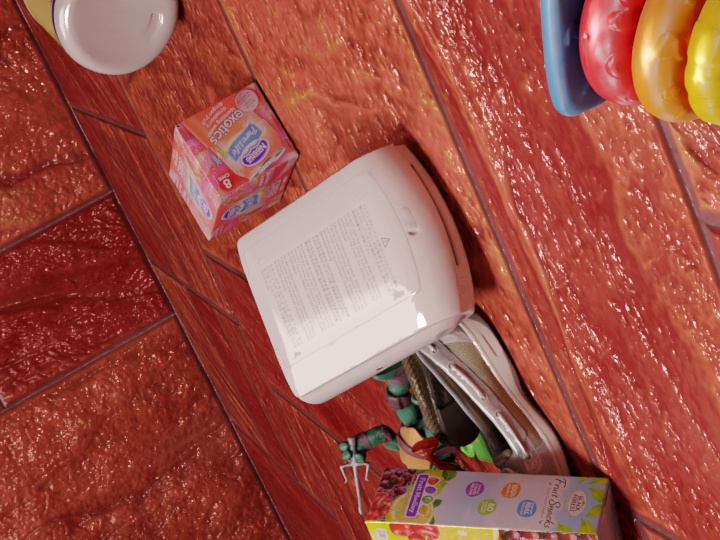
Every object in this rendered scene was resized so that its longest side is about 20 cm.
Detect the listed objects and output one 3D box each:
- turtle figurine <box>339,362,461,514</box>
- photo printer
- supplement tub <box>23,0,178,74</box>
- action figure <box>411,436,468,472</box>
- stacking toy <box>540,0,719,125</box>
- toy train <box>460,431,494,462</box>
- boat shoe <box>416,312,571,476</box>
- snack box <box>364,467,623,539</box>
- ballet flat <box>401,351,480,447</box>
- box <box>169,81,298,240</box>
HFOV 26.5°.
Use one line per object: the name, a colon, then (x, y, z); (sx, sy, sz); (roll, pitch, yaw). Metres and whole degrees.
turtle figurine: (0.054, 0.183, 1.568); (0.149, 0.101, 0.201); (15, 130, 22)
photo printer: (0.000, 0.000, 1.278); (0.200, 0.069, 0.167); (-32, 74, 37)
supplement tub: (-0.308, -0.323, 1.761); (0.200, 0.145, 0.146); (43, 158, 51)
action figure: (0.140, 0.218, 1.361); (0.200, 0.066, 0.099); (36, 151, -27)
stacking toy: (0.178, -0.091, 0.625); (0.200, 0.116, 0.110); (33, 153, 34)
toy train: (0.085, 0.089, 1.408); (0.056, 0.042, 0.201); (4, 123, 61)
boat shoe: (0.119, 0.134, 1.317); (0.203, 0.065, 0.074); (62, 166, -2)
snack box: (0.123, 0.249, 1.297); (0.199, 0.068, 0.169); (1, 132, 23)
ballet flat: (0.054, 0.065, 1.354); (0.046, 0.067, 0.201); (2, 117, 56)
box: (-0.143, -0.116, 1.680); (0.095, 0.102, 0.200); (59, 165, 6)
